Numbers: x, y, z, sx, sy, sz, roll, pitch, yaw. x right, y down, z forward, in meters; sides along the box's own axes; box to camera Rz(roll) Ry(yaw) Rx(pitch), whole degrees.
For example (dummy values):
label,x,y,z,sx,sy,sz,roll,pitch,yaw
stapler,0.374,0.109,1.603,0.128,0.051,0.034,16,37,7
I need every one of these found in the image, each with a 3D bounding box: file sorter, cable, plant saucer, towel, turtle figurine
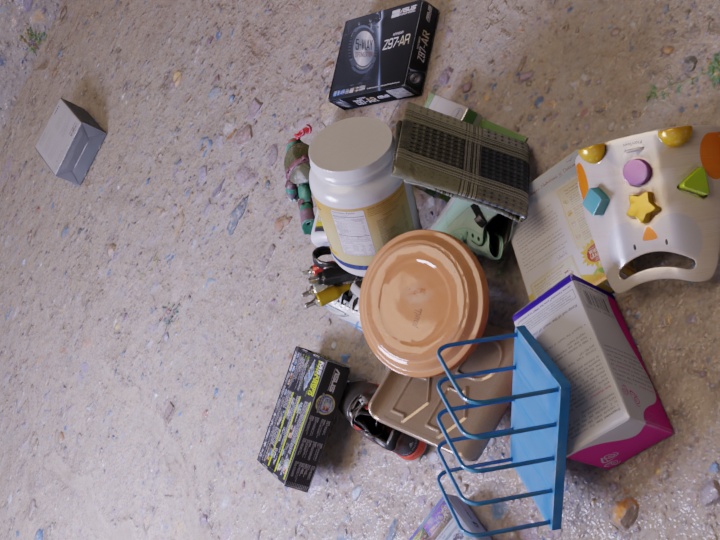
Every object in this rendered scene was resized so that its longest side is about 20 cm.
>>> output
label,x,y,z,sx,sy,sz,roll,pitch,yaw
file sorter,0.161,0.192,1.153,0.139,0.122,0.201,-119,24,-61
cable,0.000,0.000,1.532,0.198,0.050,0.098,-9,55,2
plant saucer,0.079,0.044,1.325,0.199,0.032,0.202,-4,83,35
towel,0.138,-0.149,1.348,0.193,0.199,0.035,-77,8,-51
turtle figurine,-0.089,-0.169,1.722,0.150,0.100,0.201,-40,53,29

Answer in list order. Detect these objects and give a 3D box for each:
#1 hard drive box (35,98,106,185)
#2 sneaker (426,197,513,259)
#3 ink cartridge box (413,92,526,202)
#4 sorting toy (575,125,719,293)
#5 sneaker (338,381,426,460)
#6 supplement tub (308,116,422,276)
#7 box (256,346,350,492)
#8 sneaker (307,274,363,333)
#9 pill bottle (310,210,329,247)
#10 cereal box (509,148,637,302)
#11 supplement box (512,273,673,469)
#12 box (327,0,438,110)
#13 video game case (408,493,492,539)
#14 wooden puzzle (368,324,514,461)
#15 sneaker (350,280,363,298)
label,x,y,z,sx,sy,sz,roll,pitch,yaw
hard drive box,-0.752,-0.335,2.532,0.157,0.077,0.200,-59,42,10
sneaker,0.144,-0.030,1.388,0.201,0.073,0.118,-63,30,26
ink cartridge box,0.145,-0.178,1.503,0.200,0.048,0.146,36,100,51
sorting toy,0.351,-0.068,1.175,0.199,0.107,0.182,-11,79,31
sneaker,0.015,0.209,1.442,0.199,0.082,0.078,24,91,50
supplement tub,0.006,-0.107,1.419,0.143,0.201,0.145,-9,43,8
box,-0.093,0.230,1.545,0.160,0.044,0.201,9,79,68
sneaker,-0.016,0.048,1.559,0.200,0.072,0.072,28,92,48
pill bottle,-0.008,-0.128,1.596,0.112,0.112,0.202,1,74,48
cereal box,0.273,-0.044,1.307,0.144,0.039,0.201,-35,49,32
supplement box,0.277,0.123,1.180,0.103,0.101,0.201,-40,47,29
box,0.038,-0.374,1.709,0.199,0.043,0.161,1,74,48
video game case,0.110,0.428,1.269,0.201,0.045,0.181,-55,43,15
wooden puzzle,0.129,0.156,1.347,0.199,0.046,0.186,18,70,45
sneaker,0.076,0.021,1.393,0.199,0.071,0.100,19,91,39
